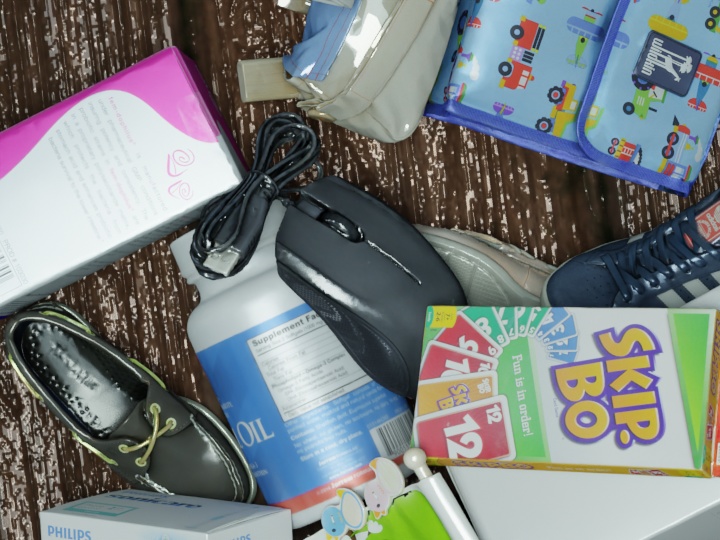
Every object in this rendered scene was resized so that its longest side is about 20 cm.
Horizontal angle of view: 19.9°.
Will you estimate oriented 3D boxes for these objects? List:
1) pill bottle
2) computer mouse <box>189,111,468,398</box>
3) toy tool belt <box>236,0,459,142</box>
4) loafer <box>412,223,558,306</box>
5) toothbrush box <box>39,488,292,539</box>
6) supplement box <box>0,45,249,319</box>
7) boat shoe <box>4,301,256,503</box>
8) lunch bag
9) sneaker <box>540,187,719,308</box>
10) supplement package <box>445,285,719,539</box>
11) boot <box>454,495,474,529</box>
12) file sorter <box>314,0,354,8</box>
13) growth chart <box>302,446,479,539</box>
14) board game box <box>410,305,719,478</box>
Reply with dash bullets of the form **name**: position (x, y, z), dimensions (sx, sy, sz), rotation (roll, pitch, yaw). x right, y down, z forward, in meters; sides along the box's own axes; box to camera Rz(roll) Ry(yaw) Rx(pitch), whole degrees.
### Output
- **pill bottle**: position (-0.044, 0.056, 1.326), dimensions (0.112, 0.112, 0.200), rotation (-26, 88, 3)
- **computer mouse**: position (0.000, 0.000, 1.272), dimensions (0.200, 0.053, 0.139), rotation (42, 53, -16)
- **toy tool belt**: position (0.003, -0.188, 1.318), dimensions (0.123, 0.125, 0.200), rotation (18, 91, -6)
- **loafer**: position (0.106, 0.021, 1.352), dimensions (0.200, 0.063, 0.072), rotation (26, 125, 5)
- **toothbrush box**: position (-0.120, 0.248, 1.305), dimensions (0.146, 0.085, 0.200), rotation (3, 97, 37)
- **supplement box**: position (-0.180, -0.054, 1.336), dimensions (0.200, 0.103, 0.101), rotation (-26, 88, 4)
- **boat shoe**: position (-0.155, 0.098, 1.356), dimensions (0.201, 0.061, 0.072), rotation (39, 92, 2)
- **lunch bag**: position (0.160, -0.144, 1.338), dimensions (0.200, 0.094, 0.151), rotation (17, 90, -10)
- **sneaker**: position (0.209, -0.014, 1.298), dimensions (0.200, 0.085, 0.075), rotation (-17, 61, -18)
- **supplement package**: position (0.171, 0.117, 1.249), dimensions (0.200, 0.121, 0.120), rotation (-30, 66, 14)
- **boot**: position (0.028, 0.263, 1.348), dimensions (0.154, 0.073, 0.204), rotation (-17, 92, 9)
- **file sorter**: position (-0.097, -0.258, 1.270), dimensions (0.200, 0.139, 0.125), rotation (19, 87, 39)
- **growth chart**: position (0.017, 0.203, 1.255), dimensions (0.145, 0.018, 0.200), rotation (53, 132, 11)
- **board game box**: position (0.128, 0.070, 1.200), dimensions (0.200, 0.030, 0.096), rotation (1, 74, 24)
